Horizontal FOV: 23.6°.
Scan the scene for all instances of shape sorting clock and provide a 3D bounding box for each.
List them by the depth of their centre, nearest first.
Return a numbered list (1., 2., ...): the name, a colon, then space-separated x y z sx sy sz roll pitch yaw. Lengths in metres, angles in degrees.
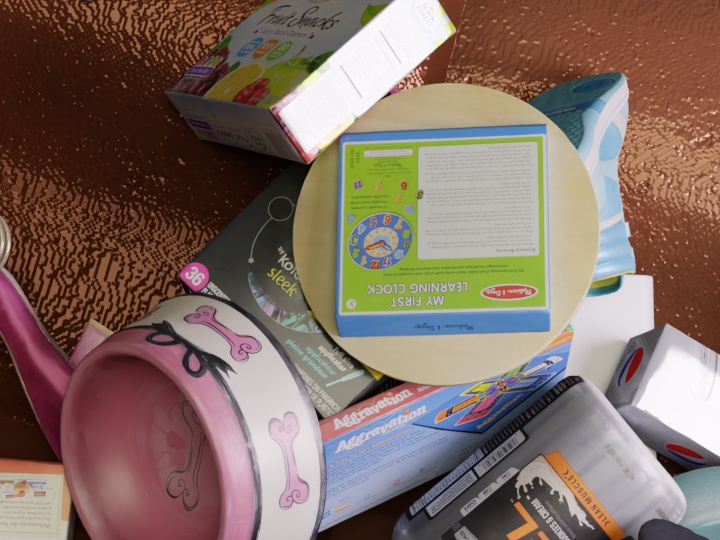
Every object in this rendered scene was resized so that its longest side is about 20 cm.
1. shape sorting clock: 0.055 -0.024 1.111 0.198 0.039 0.202 -3 72 8

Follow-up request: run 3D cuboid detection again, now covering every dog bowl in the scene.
1. dog bowl: -0.117 0.119 1.111 0.074 0.200 0.201 -16 75 -46

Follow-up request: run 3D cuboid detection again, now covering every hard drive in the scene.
1. hard drive: 0.148 0.101 1.248 0.131 0.027 0.202 3 76 -5

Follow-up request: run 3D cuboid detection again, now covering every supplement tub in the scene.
1. supplement tub: 0.107 0.174 1.144 0.200 0.123 0.123 -41 83 2

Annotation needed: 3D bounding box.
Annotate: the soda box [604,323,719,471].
1. soda box: 0.272 0.118 1.222 0.199 0.063 0.069 31 72 -8

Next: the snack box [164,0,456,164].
1. snack box: -0.040 -0.146 1.201 0.142 0.200 0.053 -42 114 -15

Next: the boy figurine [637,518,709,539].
1. boy figurine: 0.172 0.254 1.112 0.064 0.201 0.125 21 42 10

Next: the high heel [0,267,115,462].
1. high heel: -0.260 0.047 1.201 0.199 0.067 0.096 31 81 -4

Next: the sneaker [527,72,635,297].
1. sneaker: 0.163 -0.057 1.254 0.079 0.200 0.131 -9 114 27

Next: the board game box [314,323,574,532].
1. board game box: 0.051 0.103 1.154 0.199 0.103 0.019 -22 54 -22

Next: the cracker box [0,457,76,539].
1. cracker box: -0.266 0.226 1.153 0.133 0.058 0.202 6 74 -4

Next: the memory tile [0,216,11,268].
1. memory tile: -0.342 -0.005 1.183 0.200 0.017 0.154 -43 74 7

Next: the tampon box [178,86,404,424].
1. tampon box: 0.000 0.000 1.191 0.150 0.126 0.200 42 79 12

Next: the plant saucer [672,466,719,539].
1. plant saucer: 0.254 0.236 1.179 0.198 0.036 0.202 1 98 7
